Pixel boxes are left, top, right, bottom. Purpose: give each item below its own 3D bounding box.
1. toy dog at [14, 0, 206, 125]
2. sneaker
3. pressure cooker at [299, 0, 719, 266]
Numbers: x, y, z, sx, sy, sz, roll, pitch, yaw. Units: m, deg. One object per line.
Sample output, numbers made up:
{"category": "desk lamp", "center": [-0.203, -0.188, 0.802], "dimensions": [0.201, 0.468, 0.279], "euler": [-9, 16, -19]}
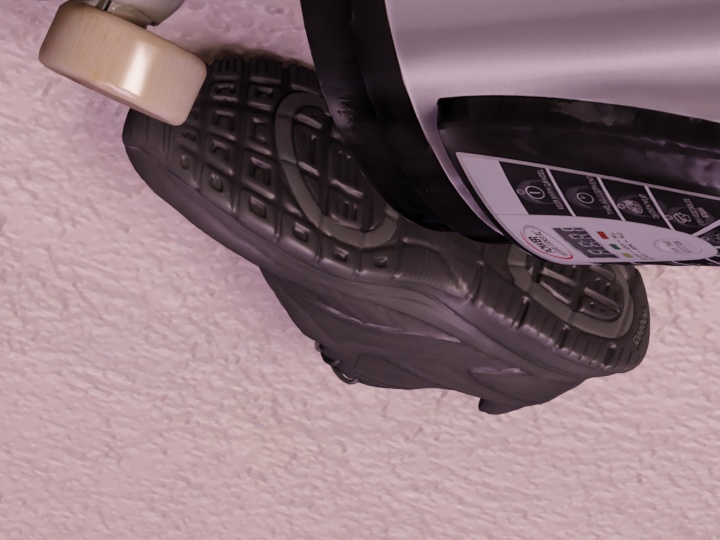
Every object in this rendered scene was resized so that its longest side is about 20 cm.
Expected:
{"category": "toy dog", "center": [-0.120, -0.123, 0.788], "dimensions": [0.200, 0.132, 0.096], "euler": [47, 163, -30]}
{"category": "sneaker", "center": [0.000, 0.000, 0.922], "dimensions": [0.200, 0.076, 0.091], "euler": [29, 140, -20]}
{"category": "pressure cooker", "center": [0.073, -0.093, 0.726], "dimensions": [0.199, 0.179, 0.177], "euler": [-2, 112, 29]}
